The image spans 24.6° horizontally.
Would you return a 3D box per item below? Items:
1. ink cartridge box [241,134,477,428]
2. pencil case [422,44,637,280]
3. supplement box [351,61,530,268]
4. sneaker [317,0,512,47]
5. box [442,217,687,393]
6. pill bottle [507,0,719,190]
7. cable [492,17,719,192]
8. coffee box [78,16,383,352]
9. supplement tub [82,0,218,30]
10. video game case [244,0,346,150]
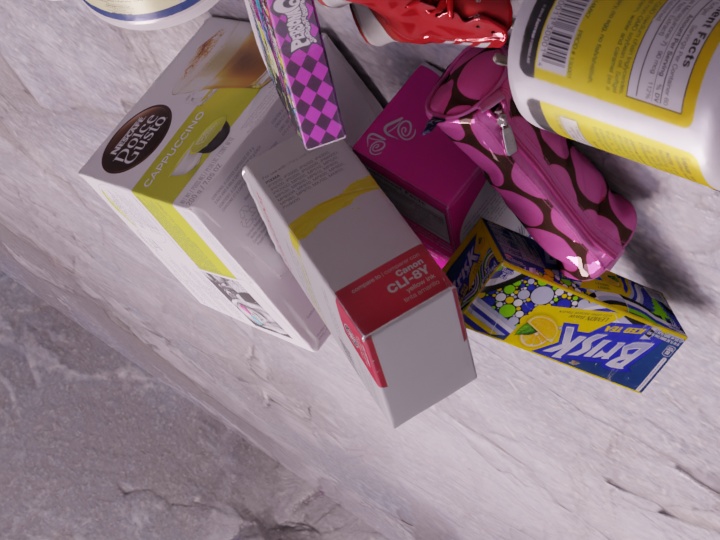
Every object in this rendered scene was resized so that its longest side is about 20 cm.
[{"bbox_3d":[0.000,0.000,1.297,0.200,0.083,0.145,54,171,33],"label":"ink cartridge box"},{"bbox_3d":[0.132,-0.077,1.240,0.200,0.091,0.094,44,176,-30],"label":"pencil case"},{"bbox_3d":[0.073,-0.064,1.376,0.103,0.101,0.200,33,162,21],"label":"supplement box"},{"bbox_3d":[0.041,-0.200,1.096,0.115,0.079,0.200,5,177,17],"label":"sneaker"},{"bbox_3d":[0.165,0.030,1.341,0.199,0.070,0.064,21,-151,-28],"label":"box"},{"bbox_3d":[0.196,-0.112,0.972,0.200,0.114,0.114,25,159,38],"label":"pill bottle"},{"bbox_3d":[0.187,-0.127,1.119,0.199,0.050,0.097,25,146,0],"label":"cable"},{"bbox_3d":[-0.091,-0.083,1.492,0.197,0.200,0.200,19,156,50],"label":"coffee box"},{"bbox_3d":[-0.177,-0.290,1.215,0.145,0.145,0.200,28,161,29],"label":"supplement tub"},{"bbox_3d":[-0.065,-0.213,1.143,0.181,0.036,0.200,-113,7,-51],"label":"video game case"}]
